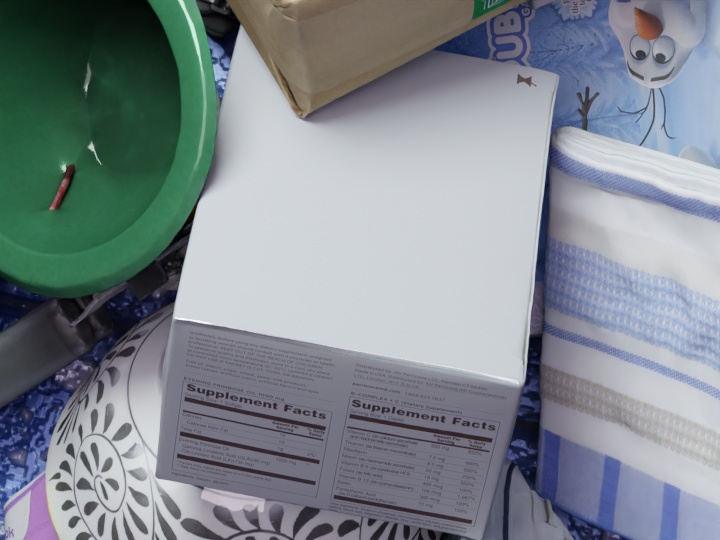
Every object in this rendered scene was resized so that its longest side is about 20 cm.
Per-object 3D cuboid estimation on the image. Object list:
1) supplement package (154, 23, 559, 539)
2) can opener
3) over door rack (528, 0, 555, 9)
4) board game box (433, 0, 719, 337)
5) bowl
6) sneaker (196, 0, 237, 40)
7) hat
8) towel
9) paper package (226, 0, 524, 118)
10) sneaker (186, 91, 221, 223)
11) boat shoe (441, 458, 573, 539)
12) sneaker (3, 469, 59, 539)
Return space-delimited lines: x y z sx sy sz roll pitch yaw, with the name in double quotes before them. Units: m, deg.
"supplement package" 0.000 0.000 1.339 0.155 0.111 0.200 10 46 0
"can opener" -0.154 0.019 1.460 0.200 0.053 0.067 -37 91 21
"over door rack" 0.181 -0.100 1.369 0.199 0.067 0.148 -19 84 21
"board game box" 0.137 -0.072 1.447 0.198 0.043 0.201 -6 90 21
"bowl" -0.053 0.073 1.408 0.200 0.094 0.201 2 51 -2
"sneaker" -0.046 -0.172 1.495 0.199 0.077 0.112 5 97 -8
"hat" -0.097 -0.081 1.396 0.165 0.176 0.201 -27 73 27
"towel" 0.139 0.040 1.372 0.147 0.024 0.201 21 119 39
"paper package" 0.008 -0.201 1.334 0.200 0.104 0.191 -28 67 -12
"sneaker" -0.160 -0.062 1.500 0.199 0.076 0.092 -1 54 14
"boat shoe" 0.071 0.143 1.390 0.067 0.200 0.074 20 106 0
"sneaker" -0.084 0.121 1.464 0.200 0.073 0.115 -14 79 3
